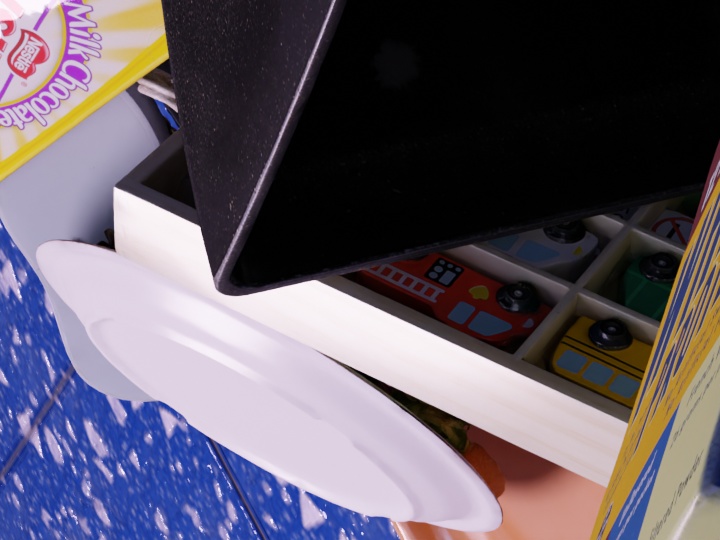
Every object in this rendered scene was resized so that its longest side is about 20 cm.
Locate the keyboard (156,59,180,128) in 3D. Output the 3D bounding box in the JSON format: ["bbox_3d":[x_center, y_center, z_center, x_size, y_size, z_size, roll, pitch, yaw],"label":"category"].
[{"bbox_3d":[-0.038,-0.044,0.959,0.104,0.040,0.200,55,180,17],"label":"keyboard"}]

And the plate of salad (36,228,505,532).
[{"bbox_3d":[-0.030,0.037,0.916,0.199,0.048,0.200,29,166,8],"label":"plate of salad"}]

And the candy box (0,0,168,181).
[{"bbox_3d":[-0.137,-0.084,0.848,0.102,0.026,0.200,42,135,-18],"label":"candy box"}]

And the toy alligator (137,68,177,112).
[{"bbox_3d":[0.000,0.000,0.829,0.199,0.059,0.055,29,104,13],"label":"toy alligator"}]

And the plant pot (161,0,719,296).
[{"bbox_3d":[0.042,-0.133,0.651,0.200,0.198,0.178,116,137,-57],"label":"plant pot"}]

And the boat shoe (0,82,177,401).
[{"bbox_3d":[-0.100,-0.041,0.975,0.201,0.070,0.091,84,-173,-52],"label":"boat shoe"}]

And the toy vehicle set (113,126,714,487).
[{"bbox_3d":[0.044,-0.009,0.724,0.199,0.124,0.027,24,135,20],"label":"toy vehicle set"}]

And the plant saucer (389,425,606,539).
[{"bbox_3d":[0.062,0.068,0.927,0.200,0.037,0.201,43,146,39],"label":"plant saucer"}]

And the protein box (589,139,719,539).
[{"bbox_3d":[0.158,0.035,0.462,0.199,0.199,0.135,22,143,3],"label":"protein box"}]
